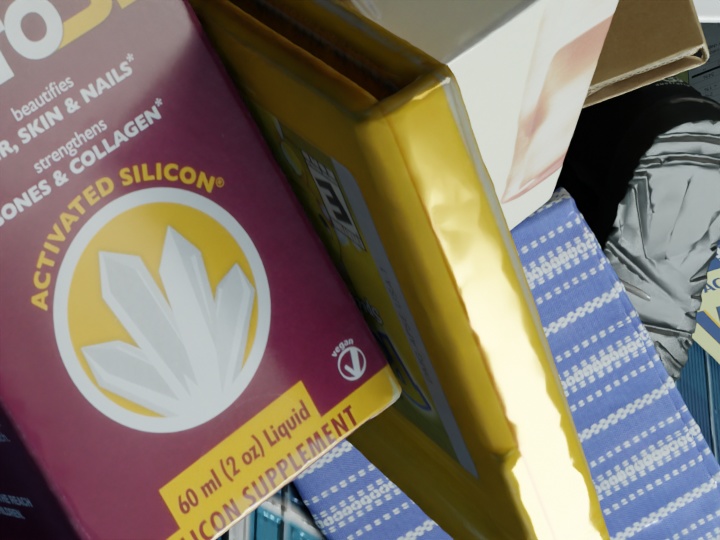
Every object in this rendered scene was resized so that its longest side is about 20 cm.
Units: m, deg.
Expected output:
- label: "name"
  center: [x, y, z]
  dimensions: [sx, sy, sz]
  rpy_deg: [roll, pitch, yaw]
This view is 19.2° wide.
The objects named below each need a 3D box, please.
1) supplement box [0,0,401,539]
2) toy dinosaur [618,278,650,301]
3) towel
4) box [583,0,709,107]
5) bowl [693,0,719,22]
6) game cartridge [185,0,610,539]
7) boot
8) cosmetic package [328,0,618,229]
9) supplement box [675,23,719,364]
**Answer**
- label: "supplement box"
  center: [-0.091, -0.018, 0.604]
  dimensions: [0.110, 0.086, 0.200]
  rpy_deg: [-37, 108, -27]
- label: "toy dinosaur"
  center: [0.010, -0.009, 0.851]
  dimensions: [0.199, 0.105, 0.182]
  rpy_deg: [26, 55, -2]
- label: "towel"
  center: [0.062, 0.086, 0.802]
  dimensions: [0.200, 0.144, 0.024]
  rpy_deg: [61, -4, -16]
- label: "box"
  center: [0.030, -0.144, 0.819]
  dimensions: [0.021, 0.163, 0.201]
  rpy_deg: [33, 40, -66]
- label: "bowl"
  center: [0.108, -0.175, 0.913]
  dimensions: [0.200, 0.199, 0.075]
  rpy_deg: [-100, -167, -63]
- label: "game cartridge"
  center: [0.000, 0.000, 0.643]
  dimensions: [0.032, 0.176, 0.201]
  rpy_deg: [-31, 125, -16]
- label: "boot"
  center: [0.093, -0.033, 0.933]
  dimensions: [0.073, 0.199, 0.163]
  rpy_deg: [6, 31, -22]
- label: "cosmetic package"
  center: [0.014, -0.075, 0.680]
  dimensions: [0.103, 0.087, 0.200]
  rpy_deg: [51, -16, 13]
- label: "supplement box"
  center: [0.243, -0.056, 1.157]
  dimensions: [0.200, 0.134, 0.200]
  rpy_deg: [39, 43, -42]
